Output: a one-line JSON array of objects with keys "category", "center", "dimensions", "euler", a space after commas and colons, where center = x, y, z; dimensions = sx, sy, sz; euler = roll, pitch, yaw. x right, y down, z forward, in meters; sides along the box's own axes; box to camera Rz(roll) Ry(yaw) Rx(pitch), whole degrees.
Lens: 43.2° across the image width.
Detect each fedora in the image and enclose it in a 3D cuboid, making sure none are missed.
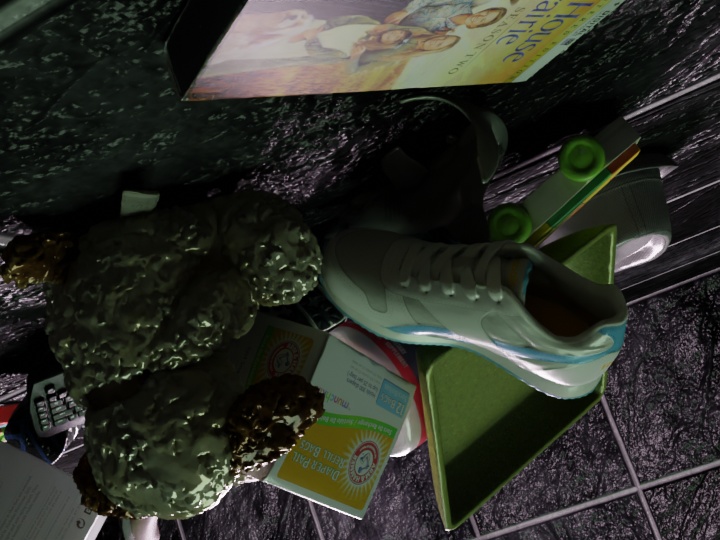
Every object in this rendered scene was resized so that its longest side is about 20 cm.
[{"category": "fedora", "center": [0.245, -0.041, 0.923], "dimensions": [0.176, 0.091, 0.200], "euler": [-16, 168, -17]}]

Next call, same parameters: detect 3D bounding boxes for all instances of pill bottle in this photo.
[{"category": "pill bottle", "center": [0.074, 0.060, 0.793], "dimensions": [0.200, 0.120, 0.120], "euler": [-31, 175, -28]}]

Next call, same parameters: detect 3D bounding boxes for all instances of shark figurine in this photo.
[{"category": "shark figurine", "center": [0.069, -0.052, 0.605], "dimensions": [0.128, 0.090, 0.214], "euler": [-16, 170, -23]}]

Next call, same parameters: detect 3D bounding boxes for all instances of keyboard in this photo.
[{"category": "keyboard", "center": [-0.172, 0.075, 0.747], "dimensions": [0.199, 0.040, 0.104], "euler": [-23, 135, -26]}]

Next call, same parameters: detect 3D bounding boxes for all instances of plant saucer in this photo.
[{"category": "plant saucer", "center": [0.116, 0.077, 0.714], "dimensions": [0.199, 0.048, 0.201], "euler": [-34, 136, -25]}]

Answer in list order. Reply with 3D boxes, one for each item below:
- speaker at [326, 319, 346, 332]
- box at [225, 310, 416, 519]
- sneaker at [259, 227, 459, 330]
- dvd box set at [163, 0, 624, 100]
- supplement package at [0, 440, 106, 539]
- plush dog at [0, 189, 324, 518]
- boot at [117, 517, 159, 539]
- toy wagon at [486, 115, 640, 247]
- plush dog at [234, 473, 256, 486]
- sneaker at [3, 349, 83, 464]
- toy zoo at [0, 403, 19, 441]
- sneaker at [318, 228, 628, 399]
[{"category": "speaker", "center": [-0.052, 0.050, 0.885], "dimensions": [0.081, 0.082, 0.200], "euler": [-18, 168, -6]}, {"category": "box", "center": [-0.078, 0.089, 0.661], "dimensions": [0.200, 0.102, 0.112], "euler": [13, 164, 44]}, {"category": "sneaker", "center": [0.000, 0.000, 0.752], "dimensions": [0.199, 0.078, 0.086], "euler": [-22, 171, 13]}, {"category": "dvd box set", "center": [0.036, -0.120, 0.371], "dimensions": [0.199, 0.030, 0.146], "euler": [-11, 165, -35]}, {"category": "supplement package", "center": [-0.324, 0.196, 0.766], "dimensions": [0.199, 0.110, 0.114], "euler": [27, 160, -3]}, {"category": "plush dog", "center": [-0.120, 0.060, 0.540], "dimensions": [0.200, 0.172, 0.160], "euler": [-26, 168, 28]}, {"category": "boot", "center": [-0.146, 0.188, 0.900], "dimensions": [0.199, 0.189, 0.068], "euler": [-12, -150, -20]}, {"category": "toy wagon", "center": [0.135, -0.041, 0.718], "dimensions": [0.200, 0.040, 0.155], "euler": [-44, 172, 13]}, {"category": "plush dog", "center": [-0.173, 0.128, 0.953], "dimensions": [0.199, 0.161, 0.172], "euler": [4, 141, -21]}, {"category": "sneaker", "center": [-0.259, 0.098, 0.827], "dimensions": [0.200, 0.076, 0.077], "euler": [-40, -164, 37]}, {"category": "toy zoo", "center": [-0.432, 0.175, 0.968], "dimensions": [0.131, 0.021, 0.200], "euler": [-25, 168, 24]}, {"category": "sneaker", "center": [0.070, 0.011, 0.580], "dimensions": [0.199, 0.077, 0.081], "euler": [18, 144, 5]}]
